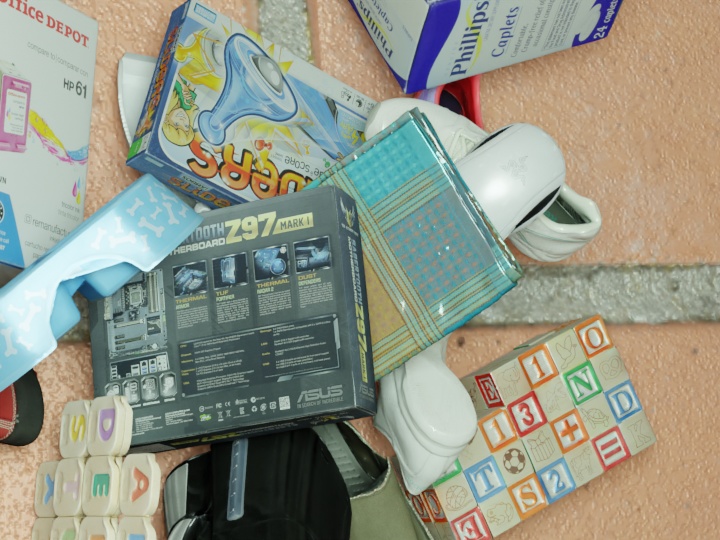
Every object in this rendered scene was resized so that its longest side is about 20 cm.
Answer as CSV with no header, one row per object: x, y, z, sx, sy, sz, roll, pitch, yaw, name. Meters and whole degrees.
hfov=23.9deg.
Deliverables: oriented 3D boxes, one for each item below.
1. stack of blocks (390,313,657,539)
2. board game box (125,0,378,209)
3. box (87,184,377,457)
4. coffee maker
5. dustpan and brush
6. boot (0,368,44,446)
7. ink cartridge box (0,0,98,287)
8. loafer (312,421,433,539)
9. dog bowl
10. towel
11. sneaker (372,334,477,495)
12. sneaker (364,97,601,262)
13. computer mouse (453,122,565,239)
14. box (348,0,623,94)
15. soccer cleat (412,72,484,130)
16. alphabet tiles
0.126,0.130,1.365,0.199,0.058,0.116,-27,92,-23,stack of blocks
-0.069,-0.099,1.291,0.199,0.034,0.137,26,64,-27,board game box
-0.093,0.037,1.194,0.198,0.051,0.160,-11,75,16,box
-0.053,0.215,1.180,0.190,0.136,0.201,4,35,-1,coffee maker
-0.120,-0.065,1.293,0.138,0.057,0.203,7,80,-21,dustpan and brush
-0.304,0.041,1.206,0.201,0.072,0.144,56,21,23,boot
-0.261,-0.100,1.192,0.144,0.084,0.203,22,67,-63,ink cartridge box
-0.002,0.180,1.299,0.075,0.070,0.201,-41,98,-22,loafer
-0.194,0.009,1.127,0.200,0.111,0.050,-40,99,-16,dog bowl
0.000,0.000,1.219,0.199,0.022,0.147,-35,84,15,towel
0.033,0.081,1.311,0.074,0.089,0.201,11,40,-18,sneaker
0.098,-0.077,1.283,0.199,0.080,0.071,28,75,-12,sneaker
0.060,-0.032,1.233,0.200,0.044,0.110,-41,83,10,computer mouse
0.087,-0.262,1.349,0.198,0.105,0.185,-18,62,-23,box
0.065,-0.071,1.341,0.066,0.076,0.202,14,61,-18,soccer cleat
-0.188,0.187,1.155,0.014,0.195,0.203,10,79,-32,alphabet tiles
